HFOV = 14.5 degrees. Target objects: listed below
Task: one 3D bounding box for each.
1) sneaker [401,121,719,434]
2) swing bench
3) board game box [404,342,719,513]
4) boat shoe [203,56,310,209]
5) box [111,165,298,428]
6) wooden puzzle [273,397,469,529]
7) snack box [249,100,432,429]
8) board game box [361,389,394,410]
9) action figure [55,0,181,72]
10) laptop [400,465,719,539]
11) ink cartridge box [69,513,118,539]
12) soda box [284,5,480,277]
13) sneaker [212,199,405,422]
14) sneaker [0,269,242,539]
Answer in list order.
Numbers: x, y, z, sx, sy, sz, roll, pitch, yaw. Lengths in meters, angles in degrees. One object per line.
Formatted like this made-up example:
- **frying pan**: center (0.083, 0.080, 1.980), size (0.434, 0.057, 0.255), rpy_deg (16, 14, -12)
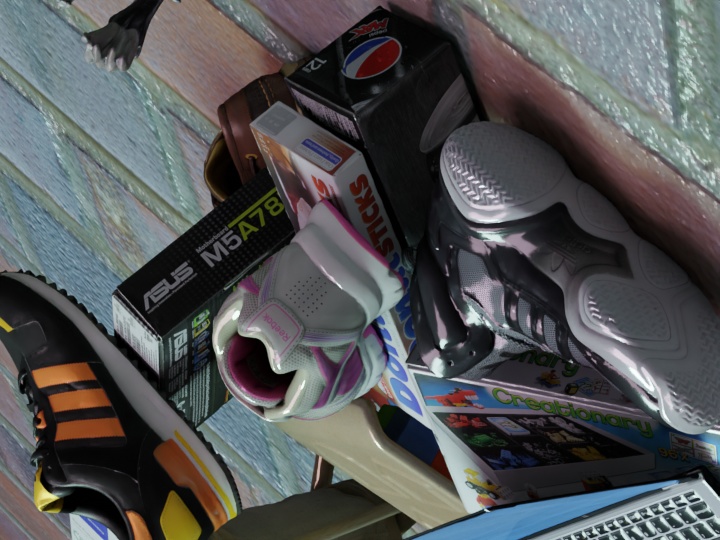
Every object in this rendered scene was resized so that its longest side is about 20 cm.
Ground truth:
- **sneaker**: center (0.097, 0.027, 1.410), size (0.200, 0.075, 0.114), rpy_deg (49, 131, 24)
- **swing bench**: center (-0.075, 0.202, 1.938), size (0.130, 0.199, 0.201), rpy_deg (43, 126, 26)
- **board game box**: center (0.130, 0.096, 1.485), size (0.199, 0.035, 0.127), rpy_deg (11, 142, 31)
- **boat shoe**: center (-0.062, -0.062, 1.677), size (0.200, 0.067, 0.072), rpy_deg (107, 146, -68)
- **box**: center (-0.055, 0.002, 1.612), size (0.048, 0.193, 0.200), rpy_deg (44, 163, 13)
- **wooden puzzle**: center (0.048, 0.132, 1.756), size (0.200, 0.046, 0.185), rpy_deg (40, 167, -18)
- **snack box**: center (0.000, 0.000, 1.506), size (0.072, 0.024, 0.200), rpy_deg (32, 155, 42)
- **board game box**: center (0.067, 0.127, 1.855), size (0.200, 0.019, 0.103), rpy_deg (45, 163, 18)
- **action figure**: center (-0.153, -0.185, 1.634), size (0.119, 0.102, 0.200), rpy_deg (41, 162, -6)
- **laptop**: center (0.111, 0.177, 1.463), size (0.200, 0.116, 0.187), rpy_deg (49, 146, -9)
- **ink cartridge box**: center (-0.144, 0.133, 1.769), size (0.099, 0.039, 0.200), rpy_deg (42, 152, 28)
- **soda box**: center (0.035, -0.038, 1.506), size (0.063, 0.071, 0.200), rpy_deg (34, 156, 46)
- **sneaker**: center (-0.040, 0.037, 1.489), size (0.081, 0.088, 0.200), rpy_deg (45, 161, 14)
- **sneaker**: center (-0.158, 0.085, 1.562), size (0.200, 0.090, 0.070), rpy_deg (43, 162, 18)
